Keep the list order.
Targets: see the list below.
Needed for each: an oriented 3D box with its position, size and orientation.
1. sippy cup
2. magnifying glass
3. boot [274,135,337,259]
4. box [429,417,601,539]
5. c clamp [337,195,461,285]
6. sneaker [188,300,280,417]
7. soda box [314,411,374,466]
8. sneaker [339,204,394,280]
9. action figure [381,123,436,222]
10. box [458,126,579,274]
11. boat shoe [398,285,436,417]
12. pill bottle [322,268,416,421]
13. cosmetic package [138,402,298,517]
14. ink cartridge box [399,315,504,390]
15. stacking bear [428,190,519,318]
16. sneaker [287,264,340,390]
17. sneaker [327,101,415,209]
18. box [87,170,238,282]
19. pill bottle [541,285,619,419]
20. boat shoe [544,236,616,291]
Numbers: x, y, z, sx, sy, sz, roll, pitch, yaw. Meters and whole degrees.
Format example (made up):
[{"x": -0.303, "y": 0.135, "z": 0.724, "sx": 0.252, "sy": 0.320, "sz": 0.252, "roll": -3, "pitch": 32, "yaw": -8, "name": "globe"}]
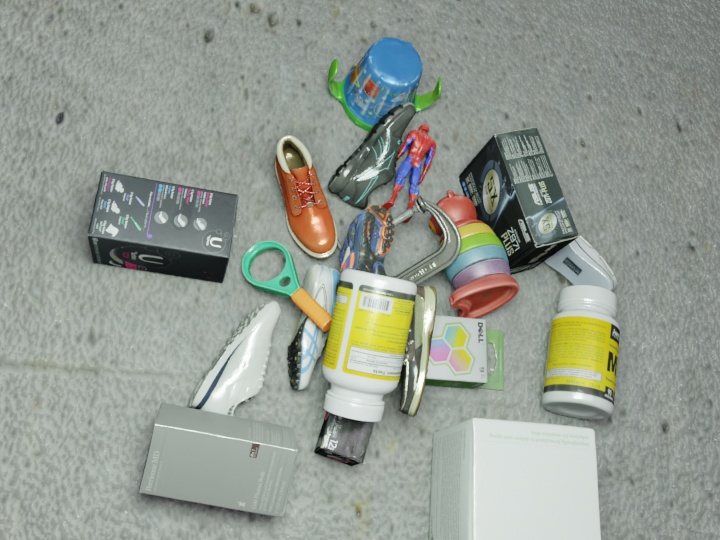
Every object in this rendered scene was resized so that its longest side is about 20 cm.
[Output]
[{"x": 0.044, "y": -0.327, "z": 1.288, "sx": 0.177, "sy": 0.130, "sz": 0.140, "roll": -30, "pitch": 82, "yaw": -22, "name": "sippy cup"}, {"x": -0.110, "y": 0.023, "z": 1.141, "sx": 0.080, "sy": 0.022, "sz": 0.200, "roll": -42, "pitch": 60, "yaw": -10, "name": "magnifying glass"}, {"x": -0.091, "y": -0.117, "z": 1.191, "sx": 0.075, "sy": 0.107, "sz": 0.201, "roll": -20, "pitch": 79, "yaw": -10, "name": "boot"}, {"x": 0.220, "y": 0.332, "z": 1.092, "sx": 0.198, "sy": 0.171, "sz": 0.201, "roll": 8, "pitch": 70, "yaw": -12, "name": "box"}, {"x": 0.055, "y": -0.050, "z": 1.202, "sx": 0.199, "sy": 0.027, "sz": 0.172, "roll": -26, "pitch": 82, "yaw": 15, "name": "c clamp"}, {"x": -0.171, "y": 0.137, "z": 1.114, "sx": 0.080, "sy": 0.076, "sz": 0.200, "roll": 36, "pitch": 74, "yaw": -9, "name": "sneaker"}, {"x": -0.005, "y": 0.190, "z": 1.138, "sx": 0.070, "sy": 0.063, "sz": 0.201, "roll": 21, "pitch": 68, "yaw": -8, "name": "soda box"}, {"x": 0.000, "y": 0.000, "z": 1.158, "sx": 0.075, "sy": 0.078, "sz": 0.201, "roll": 24, "pitch": 71, "yaw": -26, "name": "sneaker"}, {"x": 0.087, "y": -0.178, "z": 1.294, "sx": 0.065, "sy": 0.052, "sz": 0.201, "roll": 26, "pitch": 62, "yaw": -11, "name": "action figure"}, {"x": 0.260, "y": -0.111, "z": 1.255, "sx": 0.086, "sy": 0.164, "sz": 0.201, "roll": -12, "pitch": 76, "yaw": -19, "name": "box"}, {"x": 0.071, "y": 0.116, "z": 1.119, "sx": 0.066, "sy": 0.072, "sz": 0.202, "roll": 10, "pitch": 70, "yaw": 0, "name": "boat shoe"}, {"x": 0.008, "y": 0.105, "z": 1.056, "sx": 0.112, "sy": 0.112, "sz": 0.201, "roll": 12, "pitch": 90, "yaw": -11, "name": "pill bottle"}, {"x": -0.195, "y": 0.262, "z": 1.035, "sx": 0.199, "sy": 0.090, "sz": 0.107, "roll": 11, "pitch": 99, "yaw": -13, "name": "cosmetic package"}, {"x": 0.150, "y": 0.132, "z": 1.200, "sx": 0.199, "sy": 0.059, "sz": 0.104, "roll": 6, "pitch": 71, "yaw": -13, "name": "ink cartridge box"}, {"x": 0.176, "y": -0.037, "z": 1.240, "sx": 0.113, "sy": 0.121, "sz": 0.201, "roll": -23, "pitch": 64, "yaw": 10, "name": "stacking bear"}, {"x": -0.066, "y": 0.089, "z": 1.154, "sx": 0.072, "sy": 0.072, "sz": 0.201, "roll": 18, "pitch": 71, "yaw": -16, "name": "sneaker"}, {"x": 0.032, "y": -0.194, "z": 1.256, "sx": 0.079, "sy": 0.075, "sz": 0.200, "roll": 39, "pitch": 96, "yaw": -12, "name": "sneaker"}, {"x": -0.291, "y": -0.061, "z": 1.113, "sx": 0.199, "sy": 0.122, "sz": 0.107, "roll": 9, "pitch": 70, "yaw": -12, "name": "box"}, {"x": 0.366, "y": 0.133, "z": 1.228, "sx": 0.114, "sy": 0.114, "sz": 0.201, "roll": 16, "pitch": 69, "yaw": -9, "name": "pill bottle"}, {"x": 0.369, "y": -0.031, "z": 1.317, "sx": 0.200, "sy": 0.074, "sz": 0.065, "roll": 52, "pitch": 37, "yaw": 11, "name": "boat shoe"}]
